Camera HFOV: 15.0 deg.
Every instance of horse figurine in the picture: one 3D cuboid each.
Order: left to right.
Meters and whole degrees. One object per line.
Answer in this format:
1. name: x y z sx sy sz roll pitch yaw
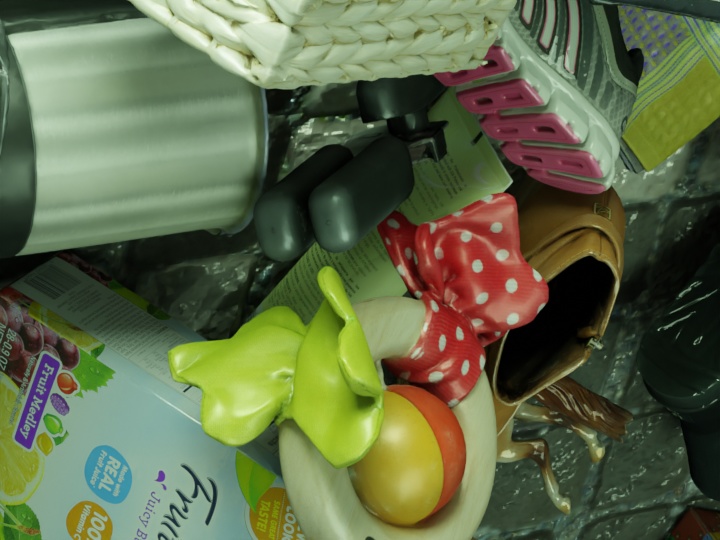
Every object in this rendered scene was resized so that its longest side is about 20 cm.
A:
1. horse figurine: 0.054 0.111 1.535 0.200 0.050 0.132 -39 121 19

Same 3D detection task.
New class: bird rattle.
1. bird rattle: 0.010 0.059 1.250 0.200 0.112 0.164 -22 105 -54

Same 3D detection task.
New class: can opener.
1. can opener: -0.004 -0.054 1.279 0.052 0.200 0.067 -10 106 18

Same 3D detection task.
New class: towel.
1. towel: 0.195 -0.141 1.415 0.200 0.023 0.144 -35 137 2

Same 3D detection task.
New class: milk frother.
1. milk frother: -0.126 -0.062 1.163 0.187 0.200 0.181 -9 129 -24

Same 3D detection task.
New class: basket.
1. basket: -0.014 -0.159 1.131 0.200 0.135 0.124 -10 131 -58

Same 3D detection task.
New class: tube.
1. tube: 0.000 0.000 1.394 0.200 0.058 0.052 -49 176 21

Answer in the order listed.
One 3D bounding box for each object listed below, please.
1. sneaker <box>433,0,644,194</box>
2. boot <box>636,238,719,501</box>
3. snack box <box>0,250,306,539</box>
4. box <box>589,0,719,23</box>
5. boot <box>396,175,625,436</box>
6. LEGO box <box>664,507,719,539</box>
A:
1. sneaker: 0.072 -0.130 1.313 0.200 0.074 0.088 48 57 -28
2. boot: 0.248 0.031 1.572 0.200 0.076 0.168 -47 149 -5
3. snack box: -0.105 0.114 1.340 0.068 0.199 0.169 -39 155 -54
4. box: 0.195 -0.220 1.252 0.198 0.123 0.201 8 119 -31
5. boot: 0.079 0.044 1.404 0.076 0.155 0.200 31 108 -11
6. LEGO box: 0.256 0.245 1.770 0.199 0.077 0.149 15 120 -40
